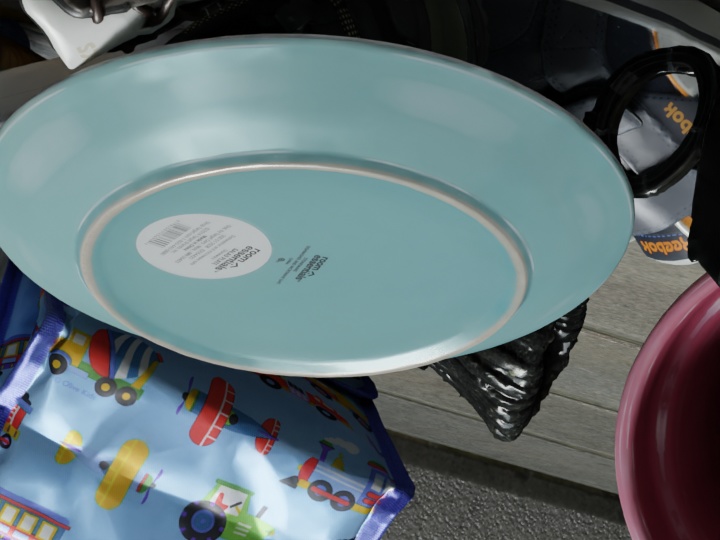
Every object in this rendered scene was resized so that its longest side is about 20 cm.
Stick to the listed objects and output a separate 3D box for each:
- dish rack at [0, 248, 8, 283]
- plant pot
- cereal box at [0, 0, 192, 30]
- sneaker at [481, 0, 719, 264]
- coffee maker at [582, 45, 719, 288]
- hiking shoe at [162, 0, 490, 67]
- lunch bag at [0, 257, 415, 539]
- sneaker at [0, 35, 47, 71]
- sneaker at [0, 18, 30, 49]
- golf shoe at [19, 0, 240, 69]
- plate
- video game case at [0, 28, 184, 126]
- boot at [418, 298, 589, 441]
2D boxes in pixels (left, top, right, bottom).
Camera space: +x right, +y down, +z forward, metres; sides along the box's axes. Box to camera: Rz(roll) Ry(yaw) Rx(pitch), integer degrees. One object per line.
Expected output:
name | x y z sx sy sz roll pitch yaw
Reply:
dish rack | -0.074 0.045 1.201 0.153 0.055 0.201 -4 -129 -40
plant pot | 0.226 0.075 1.282 0.199 0.201 0.179 13 -172 14
cereal box | -0.091 -0.115 0.966 0.143 0.040 0.200 13 173 7
sneaker | 0.092 -0.050 0.957 0.199 0.080 0.078 21 172 -31
coffee maker | 0.204 -0.013 0.901 0.200 0.135 0.192 24 -171 -48
hiking shoe | -0.051 -0.044 0.920 0.100 0.076 0.200 -13 158 -44
lunch bag | -0.069 0.042 1.106 0.150 0.094 0.200 27 -159 -14
sneaker | -0.205 -0.058 1.015 0.199 0.089 0.075 6 -168 -34
sneaker | -0.211 -0.118 1.100 0.199 0.085 0.077 36 -164 -6
golf shoe | -0.048 -0.096 0.814 0.199 0.095 0.078 11 171 12
plate | -0.017 -0.008 0.864 0.199 0.026 0.200 2 153 1
video game case | -0.175 -0.020 0.999 0.199 0.022 0.182 -19 171 -38
boot | 0.001 -0.002 1.091 0.157 0.080 0.211 34 -171 14
